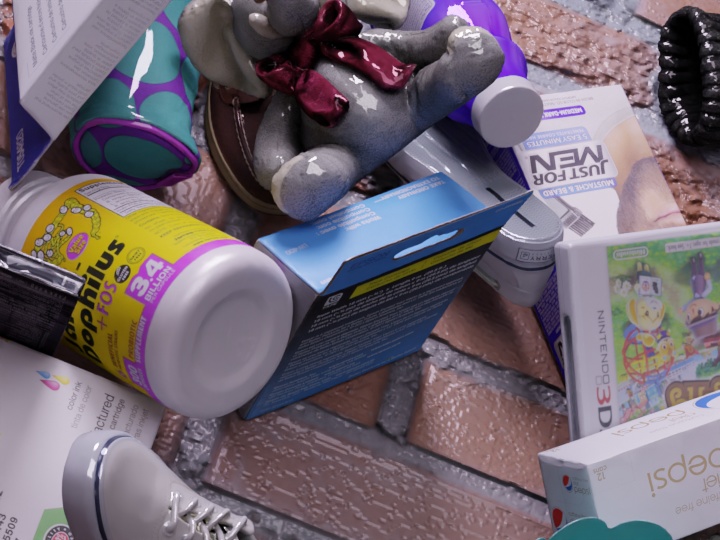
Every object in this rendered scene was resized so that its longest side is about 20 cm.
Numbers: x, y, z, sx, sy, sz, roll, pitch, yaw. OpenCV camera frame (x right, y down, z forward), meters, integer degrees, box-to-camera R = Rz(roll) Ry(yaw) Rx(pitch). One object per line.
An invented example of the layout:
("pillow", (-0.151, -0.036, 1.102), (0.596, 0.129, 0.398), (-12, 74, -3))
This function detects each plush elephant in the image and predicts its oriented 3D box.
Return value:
("plush elephant", (-0.023, -0.136, 1.362), (0.165, 0.200, 0.155), (-37, 93, -2))

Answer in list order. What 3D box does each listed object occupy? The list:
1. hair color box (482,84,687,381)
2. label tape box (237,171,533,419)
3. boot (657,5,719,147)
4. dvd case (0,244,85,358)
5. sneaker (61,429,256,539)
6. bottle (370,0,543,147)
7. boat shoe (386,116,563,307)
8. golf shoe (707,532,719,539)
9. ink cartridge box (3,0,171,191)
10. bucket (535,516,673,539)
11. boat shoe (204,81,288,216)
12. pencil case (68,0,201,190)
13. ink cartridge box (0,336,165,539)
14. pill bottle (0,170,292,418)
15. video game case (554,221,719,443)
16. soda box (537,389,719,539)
("hair color box", (0.162, -0.027, 1.505), (0.109, 0.065, 0.200), (-9, 64, -26))
("label tape box", (0.000, 0.000, 1.336), (0.144, 0.200, 0.063), (-21, 69, -32))
("boot", (0.292, -0.187, 1.650), (0.157, 0.079, 0.212), (1, 59, -21))
("dvd case", (-0.238, 0.010, 1.237), (0.148, 0.200, 0.016), (22, 68, -7))
("sneaker", (-0.096, 0.144, 1.208), (0.071, 0.200, 0.073), (-1, 62, 23))
("bottle", (0.065, -0.154, 1.495), (0.065, 0.084, 0.200), (-6, 35, -21))
("boat shoe", (0.061, -0.048, 1.476), (0.073, 0.067, 0.200), (-11, 41, -27))
("golf shoe", (0.286, 0.250, 1.372), (0.097, 0.078, 0.200), (5, 66, -45))
("ink cartridge box", (-0.175, -0.176, 1.346), (0.041, 0.200, 0.200), (30, 23, -28))
("bucket", (0.139, 0.262, 1.263), (0.207, 0.135, 0.208), (11, 55, -15))
("boat shoe", (-0.064, -0.134, 1.477), (0.072, 0.072, 0.200), (4, 59, -19))
("pencil case", (-0.141, -0.147, 1.448), (0.092, 0.085, 0.200), (42, 40, -42))
("ink cartridge box", (-0.232, 0.113, 1.242), (0.200, 0.084, 0.145), (23, 54, -8))
("pill bottle", (-0.141, 0.006, 1.296), (0.104, 0.104, 0.200), (-31, 40, -34))
("video game case", (0.224, 0.061, 1.440), (0.200, 0.022, 0.183), (-7, 95, -26))
("soda box", (0.217, 0.122, 1.392), (0.200, 0.064, 0.068), (-17, 99, -25))
